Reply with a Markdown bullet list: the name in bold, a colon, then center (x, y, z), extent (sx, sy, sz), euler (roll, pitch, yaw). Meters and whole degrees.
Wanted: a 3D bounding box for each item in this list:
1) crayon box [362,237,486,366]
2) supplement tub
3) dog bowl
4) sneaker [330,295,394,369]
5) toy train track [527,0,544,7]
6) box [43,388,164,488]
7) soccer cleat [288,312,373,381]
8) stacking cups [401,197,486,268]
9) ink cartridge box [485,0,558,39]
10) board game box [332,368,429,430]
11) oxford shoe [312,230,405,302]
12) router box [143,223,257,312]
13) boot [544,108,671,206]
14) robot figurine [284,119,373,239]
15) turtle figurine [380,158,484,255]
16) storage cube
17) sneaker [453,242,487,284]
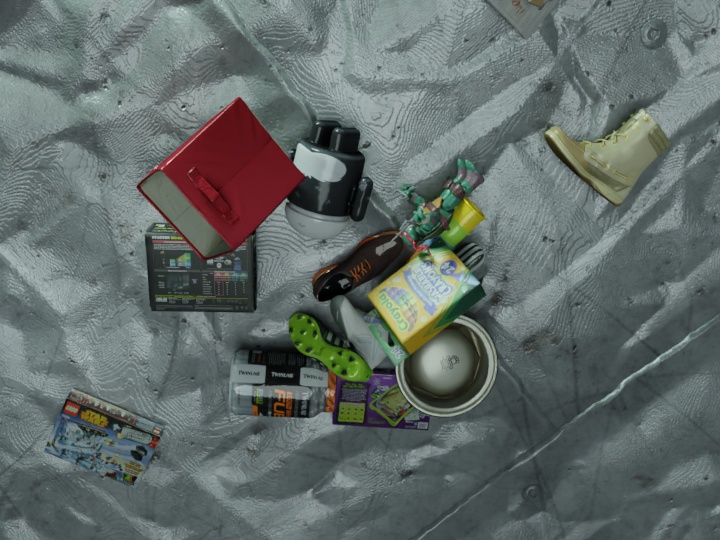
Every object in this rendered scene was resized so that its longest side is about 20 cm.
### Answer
- **crayon box**: center (0.101, 0.053, 1.284), extent (0.199, 0.126, 0.052), euler (-38, 143, 0)
- **supplement tub**: center (-0.146, 0.216, 1.407), extent (0.197, 0.123, 0.124), euler (3, 110, -4)
- **dog bowl**: center (0.158, 0.173, 1.417), extent (0.197, 0.074, 0.203), euler (-1, 98, -5)
- **sneaker**: center (0.003, 0.106, 1.392), extent (0.080, 0.071, 0.201), euler (-33, 134, -5)
- **toy train track**: center (0.318, -0.527, 1.188), extent (0.113, 0.033, 0.202), euler (18, 106, -18)
- **box**: center (-0.510, 0.336, 1.475), extent (0.198, 0.040, 0.138), euler (26, 107, -11)
- **soccer cleat**: center (-0.060, 0.148, 1.379), extent (0.068, 0.199, 0.081), euler (-55, 145, -1)
- **stacking cups**: center (0.142, -0.046, 1.369), extent (0.060, 0.061, 0.200), euler (39, 109, -15)
- **ink cartridge box**: center (0.257, -0.511, 1.219), extent (0.199, 0.050, 0.161), euler (32, 106, -32)
- **board game box**: center (0.046, 0.256, 1.481), extent (0.197, 0.032, 0.122), euler (5, 113, -5)
- **oxford shoe**: center (0.000, 0.000, 1.363), extent (0.199, 0.073, 0.071), euler (-35, 108, 9)
- **router box**: center (-0.288, -0.005, 1.352), extent (0.197, 0.062, 0.152), euler (1, 110, -3)
- **boot**: center (0.436, -0.228, 1.303), extent (0.199, 0.073, 0.156), euler (36, 105, -16)
- **robot figurine**: center (-0.061, -0.154, 1.281), extent (0.123, 0.150, 0.203), euler (7, 110, -23)
- **turtle figurine**: center (0.122, -0.110, 1.297), extent (0.200, 0.150, 0.101), euler (-41, 120, 1)
- **storage cube**: center (-0.231, -0.145, 1.214), extent (0.171, 0.199, 0.180), euler (49, 67, -16)
- **sneaker**: center (0.157, 0.044, 1.368), extent (0.199, 0.075, 0.116), euler (-34, 143, 3)
